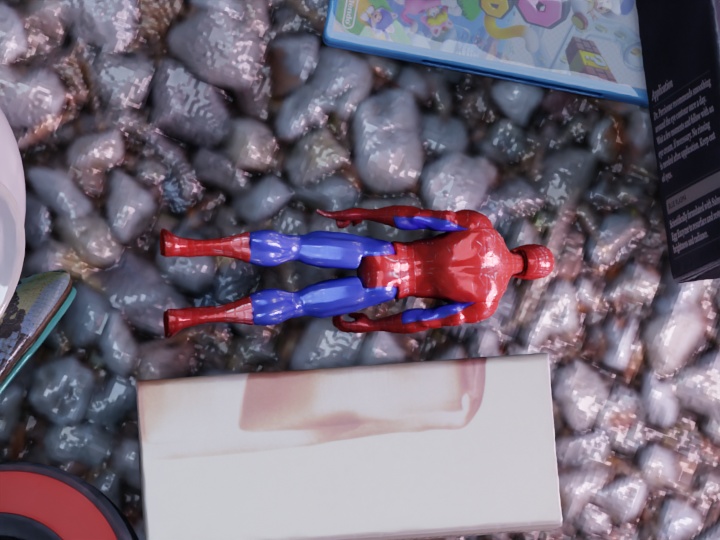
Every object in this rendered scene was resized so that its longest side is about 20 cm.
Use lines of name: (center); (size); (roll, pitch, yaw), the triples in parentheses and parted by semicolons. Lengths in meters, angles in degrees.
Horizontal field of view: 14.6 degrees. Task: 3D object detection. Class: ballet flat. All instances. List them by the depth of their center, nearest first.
ballet flat: (-0.215, 0.066, 1.368); (0.074, 0.074, 0.200); (32, 68, 1)

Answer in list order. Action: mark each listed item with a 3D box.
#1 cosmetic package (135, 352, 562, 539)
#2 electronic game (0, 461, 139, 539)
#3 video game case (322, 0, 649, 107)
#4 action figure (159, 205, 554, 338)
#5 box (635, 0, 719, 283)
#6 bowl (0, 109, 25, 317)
cosmetic package: (-0.008, 0.091, 1.376); (0.200, 0.103, 0.087); (-3, 84, -5)
electronic game: (-0.187, 0.183, 1.338); (0.200, 0.042, 0.200); (-15, 55, 22)
video game case: (0.091, -0.168, 1.457); (0.200, 0.018, 0.143); (11, 81, -2)
action figure: (0.000, 0.000, 1.415); (0.200, 0.052, 0.065); (-2, 88, -8)
box: (0.250, -0.106, 1.397); (0.197, 0.117, 0.200); (-5, 83, -12)
bowl: (-0.215, -0.013, 1.257); (0.090, 0.201, 0.201); (25, 80, 33)
